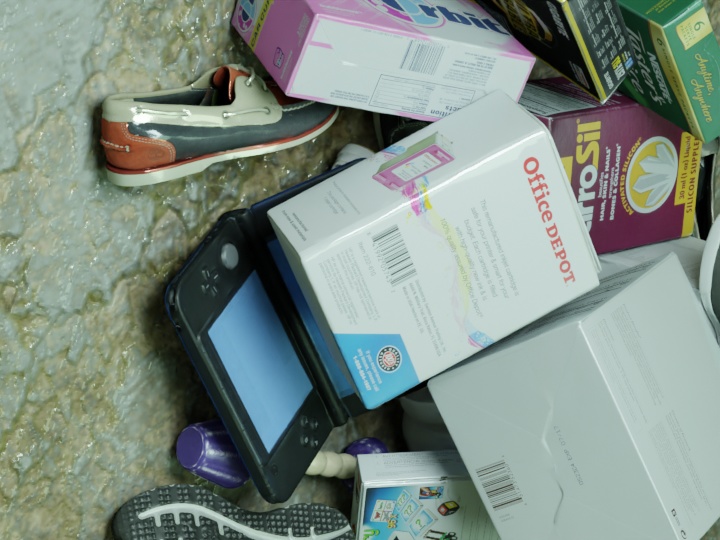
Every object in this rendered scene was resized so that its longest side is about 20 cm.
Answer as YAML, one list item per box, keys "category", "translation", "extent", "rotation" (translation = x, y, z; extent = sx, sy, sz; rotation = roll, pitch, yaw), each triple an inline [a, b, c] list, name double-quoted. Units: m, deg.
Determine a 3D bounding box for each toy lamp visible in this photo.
- category: "toy lamp"
  translation: [-0.060, 0.147, 1.683]
  extent: [0.200, 0.058, 0.058]
  rotation: [9, 99, -45]

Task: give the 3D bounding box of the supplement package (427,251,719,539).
- category: "supplement package"
  translation: [0.187, 0.118, 1.660]
  extent: [0.200, 0.147, 0.192]
  rotation: [-29, 96, -58]

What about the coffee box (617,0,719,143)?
- category: "coffee box"
  translation: [0.218, -0.190, 1.712]
  extent: [0.044, 0.200, 0.123]
  rotation: [-35, 128, -10]

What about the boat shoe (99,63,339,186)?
- category: "boat shoe"
  translation: [-0.099, -0.116, 1.543]
  extent: [0.200, 0.071, 0.063]
  rotation: [-19, 115, -33]

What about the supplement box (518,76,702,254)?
- category: "supplement box"
  translation: [0.185, -0.089, 1.790]
  extent: [0.200, 0.103, 0.131]
  rotation: [-12, 114, -39]

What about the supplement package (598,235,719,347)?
- category: "supplement package"
  translation: [0.246, 0.032, 1.822]
  extent: [0.114, 0.200, 0.110]
  rotation: [-12, 113, -39]

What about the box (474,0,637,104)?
- category: "box"
  translation: [0.119, -0.217, 1.592]
  extent: [0.049, 0.160, 0.200]
  rotation: [-49, 159, -3]

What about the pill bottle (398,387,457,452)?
- category: "pill bottle"
  translation: [0.102, 0.147, 1.792]
  extent: [0.116, 0.116, 0.200]
  rotation: [-43, 130, -23]

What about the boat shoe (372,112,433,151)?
- category: "boat shoe"
  translation: [0.052, -0.094, 1.690]
  extent: [0.072, 0.068, 0.201]
  rotation: [-10, 108, -39]

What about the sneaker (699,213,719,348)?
- category: "sneaker"
  translation: [0.329, 0.046, 1.695]
  extent: [0.071, 0.099, 0.201]
  rotation: [-28, 121, -30]

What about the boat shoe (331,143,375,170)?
- category: "boat shoe"
  translation: [0.000, 0.000, 1.672]
  extent: [0.069, 0.071, 0.201]
  rotation: [-31, 126, -33]

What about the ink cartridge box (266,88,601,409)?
- category: "ink cartridge box"
  translation: [0.056, -0.017, 1.543]
  extent: [0.200, 0.085, 0.145]
  rotation: [-27, 122, -6]

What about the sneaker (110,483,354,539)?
- category: "sneaker"
  translation: [-0.105, 0.217, 1.657]
  extent: [0.200, 0.080, 0.074]
  rotation: [13, 58, -29]

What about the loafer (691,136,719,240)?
- category: "loafer"
  translation: [0.301, -0.098, 1.922]
  extent: [0.072, 0.063, 0.201]
  rotation: [-17, 116, -38]

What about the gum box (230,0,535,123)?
- category: "gum box"
  translation: [0.021, -0.166, 1.562]
  extent: [0.199, 0.114, 0.066]
  rotation: [8, 118, -31]

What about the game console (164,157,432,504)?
- category: "game console"
  translation: [-0.030, 0.046, 1.600]
  extent: [0.200, 0.118, 0.171]
  rotation: [65, 34, -24]

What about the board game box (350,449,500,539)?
- category: "board game box"
  translation: [0.054, 0.225, 1.748]
  extent: [0.126, 0.035, 0.200]
  rotation: [-2, 133, -8]
